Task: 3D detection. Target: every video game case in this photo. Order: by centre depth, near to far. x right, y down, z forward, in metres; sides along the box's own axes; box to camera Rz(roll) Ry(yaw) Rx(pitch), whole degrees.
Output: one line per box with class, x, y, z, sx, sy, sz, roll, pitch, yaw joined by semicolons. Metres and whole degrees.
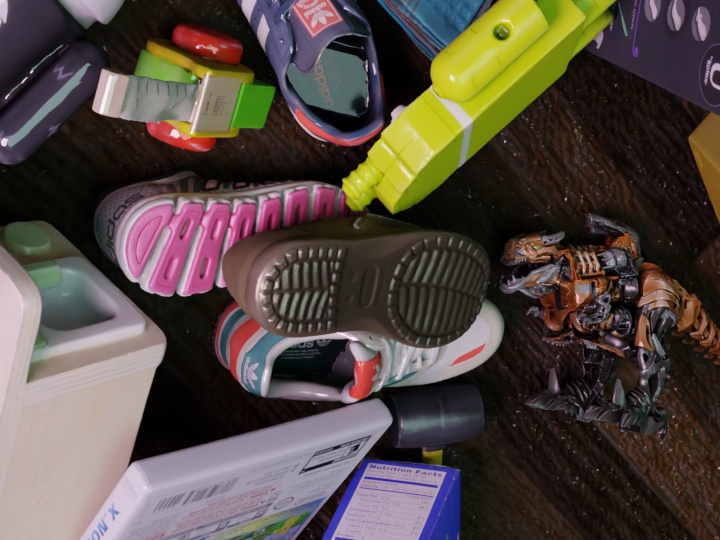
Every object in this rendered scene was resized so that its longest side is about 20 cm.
video game case;-0.094;0.155;0.910;0.199;0.022;0.183;-10;146;-47

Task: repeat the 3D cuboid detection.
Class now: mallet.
mallet;0.059;0.167;1.054;0.065;0.041;0.202;-13;118;-11

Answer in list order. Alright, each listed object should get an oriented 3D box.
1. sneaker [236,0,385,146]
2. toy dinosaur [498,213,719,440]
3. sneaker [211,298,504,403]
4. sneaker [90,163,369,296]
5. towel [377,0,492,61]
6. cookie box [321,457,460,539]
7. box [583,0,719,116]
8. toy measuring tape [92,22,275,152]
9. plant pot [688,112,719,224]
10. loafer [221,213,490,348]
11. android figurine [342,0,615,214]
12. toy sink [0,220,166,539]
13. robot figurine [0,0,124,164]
sneaker;-0.036;-0.160;0.859;0.074;0.085;0.201;-32;114;-4
toy dinosaur;0.180;0.038;1.017;0.197;0.102;0.138;15;84;-5
sneaker;0.009;0.056;0.958;0.197;0.093;0.071;0;111;-19
sneaker;-0.079;-0.027;0.909;0.198;0.087;0.075;-3;111;-43
towel;0.056;-0.242;0.869;0.146;0.022;0.201;40;77;-29
cookie box;0.008;0.249;0.963;0.074;0.200;0.173;7;120;16
box;0.229;-0.159;0.893;0.121;0.200;0.108;1;110;-19
toy measuring tape;-0.110;-0.102;0.825;0.073;0.200;0.075;2;95;21
plant pot;0.334;-0.049;0.988;0.175;0.201;0.201;-26;118;4
loafer;0.000;0.000;0.885;0.199;0.067;0.077;7;105;-46
android figurine;0.069;-0.104;0.879;0.199;0.182;0.041;-41;84;-1
toy sink;-0.192;0.050;0.826;0.111;0.130;0.202;-15;133;-46
robot figurine;-0.212;-0.142;0.782;0.199;0.125;0.151;-40;118;0
